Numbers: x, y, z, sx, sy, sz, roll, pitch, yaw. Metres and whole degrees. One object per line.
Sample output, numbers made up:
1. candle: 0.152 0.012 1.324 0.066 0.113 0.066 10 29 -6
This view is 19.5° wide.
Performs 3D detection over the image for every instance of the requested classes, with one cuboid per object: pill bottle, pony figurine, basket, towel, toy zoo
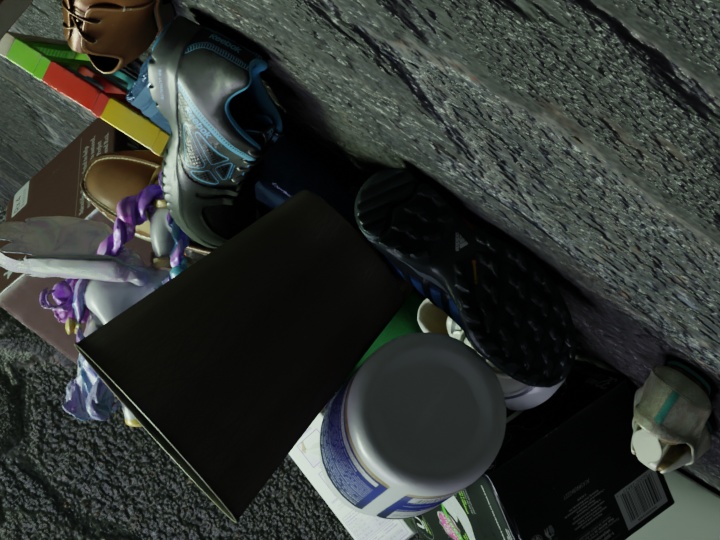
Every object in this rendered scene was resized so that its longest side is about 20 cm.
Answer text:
1. pill bottle: 0.031 0.121 1.543 0.115 0.116 0.200 35 162 -1
2. pony figurine: -0.187 0.015 1.613 0.191 0.202 0.167 -6 -166 -9
3. basket: -0.076 0.050 1.513 0.180 0.200 0.136 44 170 23
4. towel: -0.086 -0.097 1.605 0.199 0.049 0.112 37 171 -10
5. toy zoo: -0.188 -0.135 1.719 0.199 0.021 0.131 32 -168 15

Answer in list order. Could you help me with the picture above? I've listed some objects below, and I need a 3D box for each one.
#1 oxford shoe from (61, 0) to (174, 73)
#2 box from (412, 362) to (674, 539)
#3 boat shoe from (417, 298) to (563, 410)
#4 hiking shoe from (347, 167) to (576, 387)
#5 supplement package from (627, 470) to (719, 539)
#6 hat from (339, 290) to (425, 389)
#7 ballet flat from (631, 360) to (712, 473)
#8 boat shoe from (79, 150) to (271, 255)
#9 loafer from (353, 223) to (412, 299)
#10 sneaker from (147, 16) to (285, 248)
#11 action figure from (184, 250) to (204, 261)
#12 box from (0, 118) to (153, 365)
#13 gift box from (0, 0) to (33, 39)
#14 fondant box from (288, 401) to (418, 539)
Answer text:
1. oxford shoe: -0.175 -0.184 1.414 0.071 0.072 0.200 34 169 15
2. box: 0.128 0.155 1.708 0.200 0.148 0.125 18 136 60
3. boat shoe: 0.099 0.054 1.661 0.070 0.071 0.200 35 178 -22
4. hiking shoe: 0.077 0.001 1.491 0.200 0.074 0.087 46 177 -5
5. supplement package: 0.287 0.267 1.891 0.121 0.120 0.200 31 170 28
6. hat: 0.053 0.028 1.836 0.165 0.176 0.201 38 -150 -18
7. ballet flat: 0.221 0.116 1.542 0.067 0.063 0.200 32 171 17
8. boat shoe: -0.141 -0.052 1.686 0.198 0.076 0.074 19 178 23
9. loafer: 0.000 0.000 1.677 0.068 0.076 0.200 63 171 -20
10. sneaker: -0.096 -0.085 1.490 0.081 0.073 0.201 18 143 24
11. action figure: -0.128 -0.017 1.757 0.198 0.105 0.194 2 -147 -33
12. box: -0.211 -0.009 1.953 0.200 0.164 0.167 40 -156 -28
13. gift box: -0.362 -0.231 1.533 0.199 0.185 0.187 34 163 24
14. fondant box: 0.001 0.146 1.869 0.200 0.058 0.144 51 -150 6
